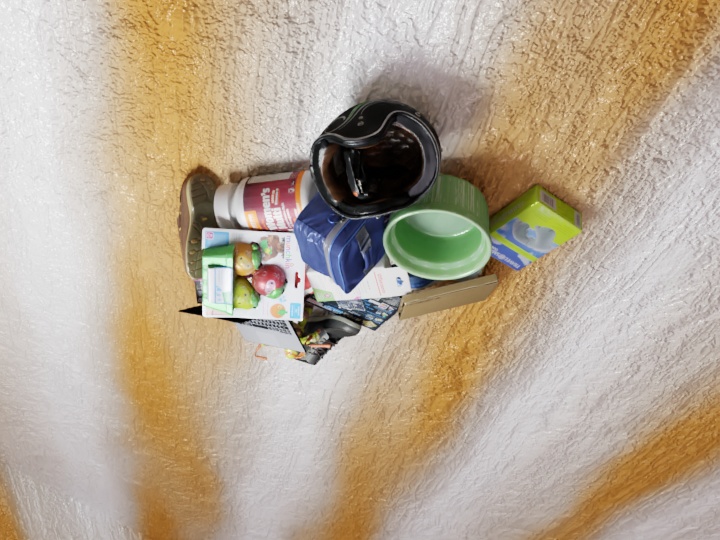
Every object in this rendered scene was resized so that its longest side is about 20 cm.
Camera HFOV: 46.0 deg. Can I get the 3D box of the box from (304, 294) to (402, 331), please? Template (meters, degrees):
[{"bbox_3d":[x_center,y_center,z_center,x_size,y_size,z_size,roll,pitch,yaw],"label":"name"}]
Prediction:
[{"bbox_3d":[-0.010,0.050,1.868,0.197,0.047,0.159,23,143,-18],"label":"box"}]

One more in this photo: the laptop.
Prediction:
[{"bbox_3d":[-0.247,0.129,1.792,0.185,0.116,0.202,7,136,36],"label":"laptop"}]

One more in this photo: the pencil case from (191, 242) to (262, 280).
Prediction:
[{"bbox_3d":[-0.255,-0.033,1.698,0.196,0.092,0.094,-8,137,14],"label":"pencil case"}]

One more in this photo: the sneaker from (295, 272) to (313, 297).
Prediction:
[{"bbox_3d":[-0.149,0.003,1.811,0.114,0.079,0.200,21,142,-17],"label":"sneaker"}]

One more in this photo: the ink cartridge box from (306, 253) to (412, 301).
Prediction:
[{"bbox_3d":[0.000,0.000,1.675,0.196,0.068,0.118,-3,149,9],"label":"ink cartridge box"}]

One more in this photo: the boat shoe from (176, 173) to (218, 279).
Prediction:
[{"bbox_3d":[-0.321,-0.086,1.653,0.071,0.204,0.067,-1,-177,-41],"label":"boat shoe"}]

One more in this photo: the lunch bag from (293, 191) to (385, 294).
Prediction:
[{"bbox_3d":[-0.026,-0.061,1.529,0.131,0.136,0.201,34,163,19],"label":"lunch bag"}]

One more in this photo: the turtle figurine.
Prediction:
[{"bbox_3d":[-0.141,0.137,1.918,0.197,0.164,0.065,-11,143,27],"label":"turtle figurine"}]

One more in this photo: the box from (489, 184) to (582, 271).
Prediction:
[{"bbox_3d":[0.310,-0.073,1.621,0.121,0.048,0.199,28,140,-23],"label":"box"}]

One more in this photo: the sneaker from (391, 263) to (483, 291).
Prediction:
[{"bbox_3d":[0.146,-0.021,1.720,0.196,0.079,0.090,-12,133,15],"label":"sneaker"}]

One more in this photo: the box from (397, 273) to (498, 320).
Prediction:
[{"bbox_3d":[0.177,0.057,1.756,0.196,0.022,0.164,-13,166,-5],"label":"box"}]

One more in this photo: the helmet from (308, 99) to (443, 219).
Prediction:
[{"bbox_3d":[0.032,-0.189,1.404,0.199,0.189,0.203,32,138,35],"label":"helmet"}]

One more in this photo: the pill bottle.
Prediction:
[{"bbox_3d":[-0.171,-0.126,1.608,0.196,0.111,0.110,-5,143,19],"label":"pill bottle"}]

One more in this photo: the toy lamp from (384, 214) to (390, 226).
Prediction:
[{"bbox_3d":[0.041,-0.052,1.708,0.057,0.059,0.201,17,146,-11],"label":"toy lamp"}]

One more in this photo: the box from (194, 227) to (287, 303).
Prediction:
[{"bbox_3d":[-0.255,-0.008,1.778,0.196,0.050,0.161,1,110,12],"label":"box"}]

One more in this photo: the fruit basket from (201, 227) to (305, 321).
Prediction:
[{"bbox_3d":[-0.204,0.014,1.613,0.196,0.094,0.188,6,115,1],"label":"fruit basket"}]

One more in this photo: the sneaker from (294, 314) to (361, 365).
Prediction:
[{"bbox_3d":[-0.075,0.165,1.948,0.074,0.108,0.198,27,159,-34],"label":"sneaker"}]

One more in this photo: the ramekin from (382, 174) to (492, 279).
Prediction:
[{"bbox_3d":[0.143,-0.081,1.542,0.196,0.099,0.201,7,144,5],"label":"ramekin"}]
